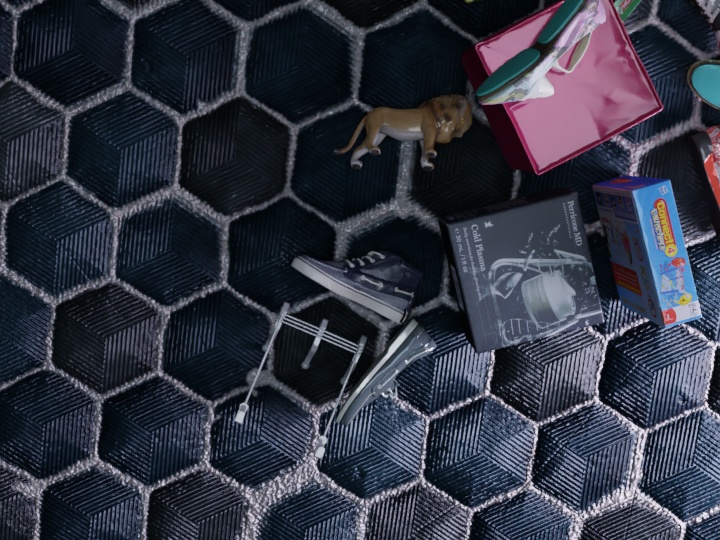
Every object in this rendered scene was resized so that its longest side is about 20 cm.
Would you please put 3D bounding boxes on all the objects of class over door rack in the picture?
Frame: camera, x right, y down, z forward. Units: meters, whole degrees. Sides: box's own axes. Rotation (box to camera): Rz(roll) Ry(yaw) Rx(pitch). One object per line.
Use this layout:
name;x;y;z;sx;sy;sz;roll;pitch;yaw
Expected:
over door rack;-0.093;0.168;1.461;0.147;0.067;0.201;23;76;-3

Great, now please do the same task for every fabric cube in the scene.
fabric cube;0.274;-0.268;1.345;0.195;0.199;0.201;-26;97;4

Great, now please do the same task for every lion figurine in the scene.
lion figurine;0.065;-0.214;1.414;0.198;0.073;0.123;6;64;5

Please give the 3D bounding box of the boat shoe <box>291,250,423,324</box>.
boat shoe;0.000;0.000;1.451;0.199;0.075;0.093;26;90;-11

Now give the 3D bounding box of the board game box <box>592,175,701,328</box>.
board game box;0.410;-0.034;1.377;0.056;0.200;0.197;-16;98;0

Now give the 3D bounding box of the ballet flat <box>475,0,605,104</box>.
ballet flat;0.239;-0.270;1.218;0.200;0.069;0.071;-46;115;5

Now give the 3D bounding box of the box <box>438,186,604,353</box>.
box;0.237;-0.003;1.421;0.195;0.124;0.201;-14;98;0

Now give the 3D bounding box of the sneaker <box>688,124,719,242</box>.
sneaker;0.577;-0.126;1.432;0.107;0.067;0.203;-19;95;5

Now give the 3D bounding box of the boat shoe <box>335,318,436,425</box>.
boat shoe;0.039;0.169;1.468;0.062;0.073;0.200;39;91;-1

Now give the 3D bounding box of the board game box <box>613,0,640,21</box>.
board game box;0.410;-0.432;1.356;0.029;0.135;0.200;38;95;-5

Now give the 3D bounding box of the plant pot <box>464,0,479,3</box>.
plant pot;0.193;-0.497;1.323;0.198;0.182;0.201;-28;97;3

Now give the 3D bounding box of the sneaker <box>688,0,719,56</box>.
sneaker;0.514;-0.402;1.401;0.087;0.076;0.201;-9;93;15

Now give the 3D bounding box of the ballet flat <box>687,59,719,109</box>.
ballet flat;0.576;-0.266;1.415;0.199;0.071;0.071;20;97;-1
